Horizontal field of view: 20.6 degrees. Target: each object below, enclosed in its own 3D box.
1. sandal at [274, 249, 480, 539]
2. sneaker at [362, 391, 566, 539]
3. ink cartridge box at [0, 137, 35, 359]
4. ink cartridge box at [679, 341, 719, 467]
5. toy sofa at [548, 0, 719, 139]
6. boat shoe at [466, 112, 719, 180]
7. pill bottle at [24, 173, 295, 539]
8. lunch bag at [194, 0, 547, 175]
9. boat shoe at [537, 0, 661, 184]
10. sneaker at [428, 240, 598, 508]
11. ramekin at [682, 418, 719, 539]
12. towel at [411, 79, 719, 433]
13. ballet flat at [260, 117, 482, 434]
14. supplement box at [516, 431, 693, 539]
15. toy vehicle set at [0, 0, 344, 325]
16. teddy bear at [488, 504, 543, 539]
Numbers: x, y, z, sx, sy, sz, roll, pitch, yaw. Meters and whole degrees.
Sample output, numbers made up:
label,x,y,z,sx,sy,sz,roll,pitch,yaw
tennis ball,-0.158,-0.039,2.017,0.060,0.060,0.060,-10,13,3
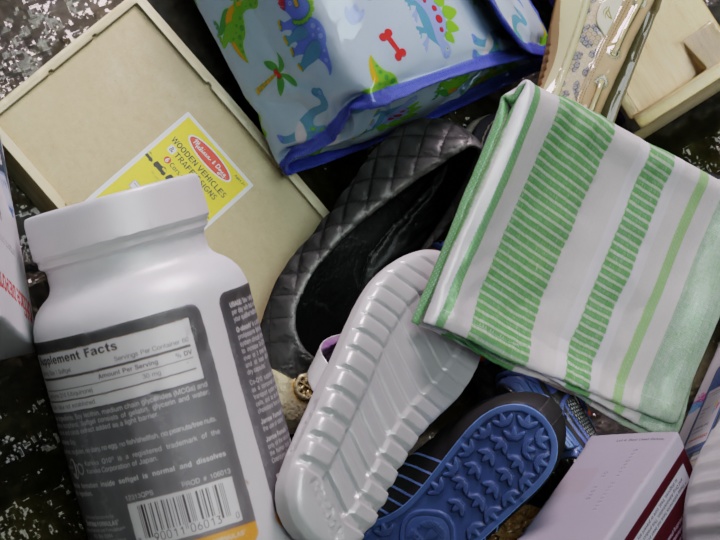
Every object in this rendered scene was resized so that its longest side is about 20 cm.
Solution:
label,x,y,z,sx,sy,sz,roll,pitch,yaw
sandal,0.002,0.063,1.050,0.083,0.050,0.203,54,47,-21
sneaker,0.034,0.139,1.081,0.200,0.078,0.070,-38,86,13
ink cartridge box,-0.227,-0.055,0.996,0.085,0.146,0.201,-12,82,-4
ink cartridge box,0.273,0.115,1.192,0.145,0.087,0.201,33,69,-11
toy sofa,0.152,-0.185,1.236,0.083,0.098,0.201,-32,89,-1
boat shoe,0.159,-0.056,1.205,0.199,0.063,0.073,19,73,-15
pill bottle,-0.103,0.058,1.026,0.116,0.116,0.201,-16,93,-24
lunch bag,0.013,-0.171,1.152,0.199,0.127,0.171,-22,83,-42
boat shoe,0.132,-0.091,1.140,0.062,0.073,0.201,10,82,9
sneaker,0.103,0.059,1.149,0.078,0.075,0.201,-33,91,-28
ramekin,0.265,0.143,1.060,0.199,0.105,0.202,7,78,-35
towel,0.131,-0.004,1.099,0.199,0.023,0.153,24,85,-34
ballet flat,0.000,0.000,1.096,0.066,0.057,0.201,34,80,-27
supplement box,0.163,0.201,1.086,0.109,0.061,0.201,-45,119,-44
toy vehicle set,-0.107,-0.044,1.117,0.124,0.026,0.200,-42,94,-25
teddy bear,0.086,0.227,1.100,0.145,0.067,0.200,41,66,-10
